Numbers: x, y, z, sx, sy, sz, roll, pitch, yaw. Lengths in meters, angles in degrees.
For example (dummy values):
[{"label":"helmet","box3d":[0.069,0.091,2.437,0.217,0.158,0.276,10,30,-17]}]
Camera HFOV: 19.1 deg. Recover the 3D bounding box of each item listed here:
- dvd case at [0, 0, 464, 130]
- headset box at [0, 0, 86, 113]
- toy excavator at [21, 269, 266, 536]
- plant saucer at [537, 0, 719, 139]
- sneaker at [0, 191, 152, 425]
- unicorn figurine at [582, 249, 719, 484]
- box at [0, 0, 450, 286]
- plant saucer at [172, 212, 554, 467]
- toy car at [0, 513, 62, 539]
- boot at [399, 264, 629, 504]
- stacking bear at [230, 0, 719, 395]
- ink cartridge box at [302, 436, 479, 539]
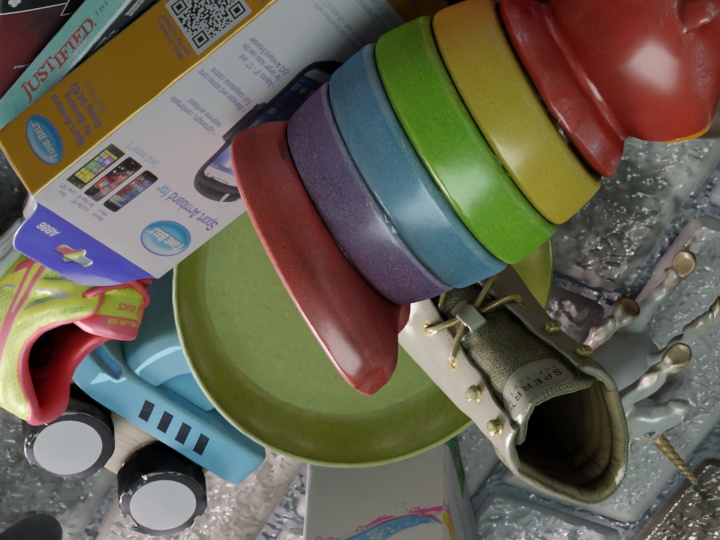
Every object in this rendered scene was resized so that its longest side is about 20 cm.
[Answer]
[{"label":"dvd case","box3d":[-0.048,-0.095,0.929,0.146,0.022,0.200,-46,151,21]},{"label":"headset box","box3d":[-0.150,-0.175,0.889,0.075,0.149,0.201,-17,141,-32]},{"label":"toy excavator","box3d":[-0.058,0.046,1.136,0.194,0.100,0.200,34,114,-28]},{"label":"plant saucer","box3d":[0.122,-0.092,0.982,0.199,0.200,0.037,7,87,-7]},{"label":"sneaker","box3d":[-0.126,-0.009,1.051,0.078,0.090,0.200,13,117,-53]},{"label":"unicorn figurine","box3d":[0.139,0.058,1.134,0.199,0.074,0.137,-5,145,-44]},{"label":"box","box3d":[-0.059,-0.071,0.890,0.200,0.042,0.119,-36,154,7]},{"label":"plant saucer","box3d":[0.000,0.000,1.082,0.199,0.031,0.201,-4,107,-15]},{"label":"toy car","box3d":[-0.266,0.192,1.219,0.199,0.165,0.158,-9,132,-5]},{"label":"boot","box3d":[0.043,0.012,0.972,0.072,0.155,0.200,-38,132,0]},{"label":"stacking bear","box3d":[0.059,-0.058,0.850,0.199,0.121,0.114,-31,100,13]},{"label":"ink cartridge box","box3d":[0.019,0.188,1.181,0.087,0.201,0.146,-7,132,6]}]
